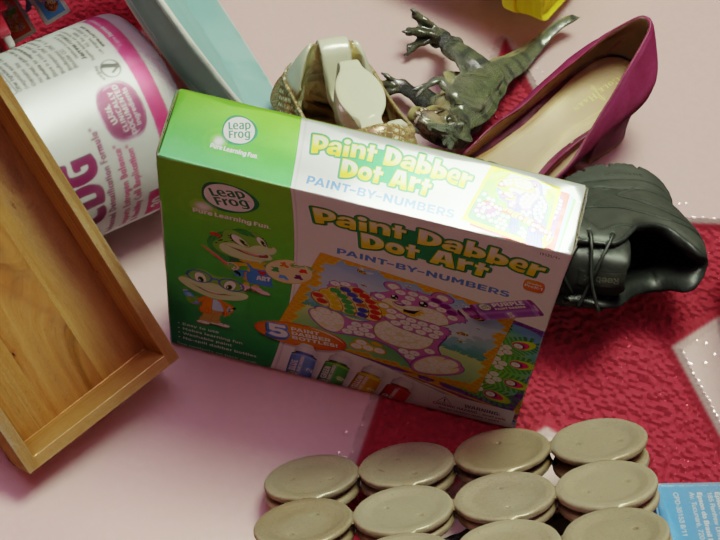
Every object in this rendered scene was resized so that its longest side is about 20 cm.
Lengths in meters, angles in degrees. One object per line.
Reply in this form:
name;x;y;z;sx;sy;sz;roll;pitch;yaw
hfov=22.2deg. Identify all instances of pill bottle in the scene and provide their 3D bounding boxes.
pill bottle;-0.200;-0.053;0.994;0.199;0.114;0.113;-27;60;-24

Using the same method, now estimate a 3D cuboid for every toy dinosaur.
toy dinosaur;0.057;-0.119;1.121;0.088;0.048;0.200;16;35;22

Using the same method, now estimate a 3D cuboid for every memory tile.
memory tile;0.046;0.118;0.887;0.199;0.017;0.153;-8;20;4

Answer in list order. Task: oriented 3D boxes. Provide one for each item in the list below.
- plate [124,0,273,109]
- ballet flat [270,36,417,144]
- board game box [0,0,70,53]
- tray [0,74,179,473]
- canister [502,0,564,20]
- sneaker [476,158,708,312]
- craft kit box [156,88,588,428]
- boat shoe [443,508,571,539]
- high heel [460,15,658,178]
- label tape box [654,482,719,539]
plate;-0.103;-0.146;1.050;0.026;0.200;0.201;-34;58;7
ballet flat;-0.006;-0.092;1.011;0.070;0.066;0.200;-10;29;-14
board game box;-0.238;-0.118;1.020;0.199;0.039;0.158;-28;8;15
tray;-0.185;-0.009;0.921;0.098;0.201;0.037;-38;20;-21
canister;0.059;-0.253;1.193;0.199;0.087;0.149;25;40;15
sneaker;0.100;-0.014;1.001;0.199;0.076;0.091;-8;29;-20
craft kit box;0.000;0.000;0.924;0.199;0.198;0.049;13;59;4
boat shoe;0.046;0.160;0.889;0.200;0.066;0.072;-23;58;-24
high heel;0.094;-0.076;1.061;0.067;0.096;0.200;38;57;21
label tape box;0.244;0.179;0.903;0.199;0.066;0.144;1;52;-10
